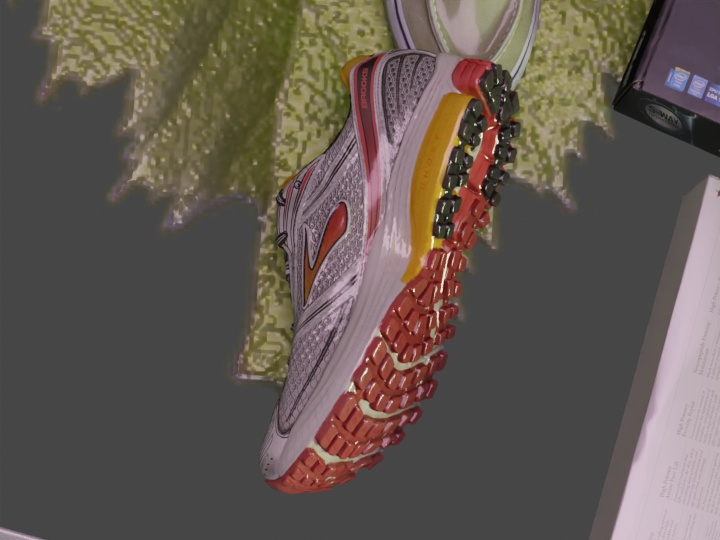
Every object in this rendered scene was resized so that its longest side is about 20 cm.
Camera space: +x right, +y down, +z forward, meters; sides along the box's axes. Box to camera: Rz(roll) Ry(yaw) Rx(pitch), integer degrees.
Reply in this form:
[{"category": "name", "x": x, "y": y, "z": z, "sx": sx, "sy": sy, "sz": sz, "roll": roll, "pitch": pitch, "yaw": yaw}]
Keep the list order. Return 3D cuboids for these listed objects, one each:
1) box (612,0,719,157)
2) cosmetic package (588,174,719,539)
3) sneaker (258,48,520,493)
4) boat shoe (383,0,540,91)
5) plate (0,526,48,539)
[{"category": "box", "x": 0.236, "y": -0.109, "z": 0.923, "sx": 0.200, "sy": 0.044, "sz": 0.161, "roll": 24, "pitch": 79, "yaw": -2}, {"category": "cosmetic package", "x": 0.156, "y": 0.068, "z": 0.880, "sx": 0.082, "sy": 0.051, "sz": 0.200, "roll": 19, "pitch": 78, "yaw": -5}, {"category": "sneaker", "x": 0.000, "y": 0.000, "z": 0.873, "sx": 0.082, "sy": 0.078, "sz": 0.200, "roll": 18, "pitch": 83, "yaw": 26}, {"category": "boat shoe", "x": 0.048, "y": -0.170, "z": 0.903, "sx": 0.072, "sy": 0.062, "sz": 0.201, "roll": 2, "pitch": 81, "yaw": -6}, {"category": "plate", "x": -0.121, "y": 0.215, "z": 0.833, "sx": 0.199, "sy": 0.032, "sz": 0.200, "roll": 14, "pitch": 78, "yaw": -4}]
